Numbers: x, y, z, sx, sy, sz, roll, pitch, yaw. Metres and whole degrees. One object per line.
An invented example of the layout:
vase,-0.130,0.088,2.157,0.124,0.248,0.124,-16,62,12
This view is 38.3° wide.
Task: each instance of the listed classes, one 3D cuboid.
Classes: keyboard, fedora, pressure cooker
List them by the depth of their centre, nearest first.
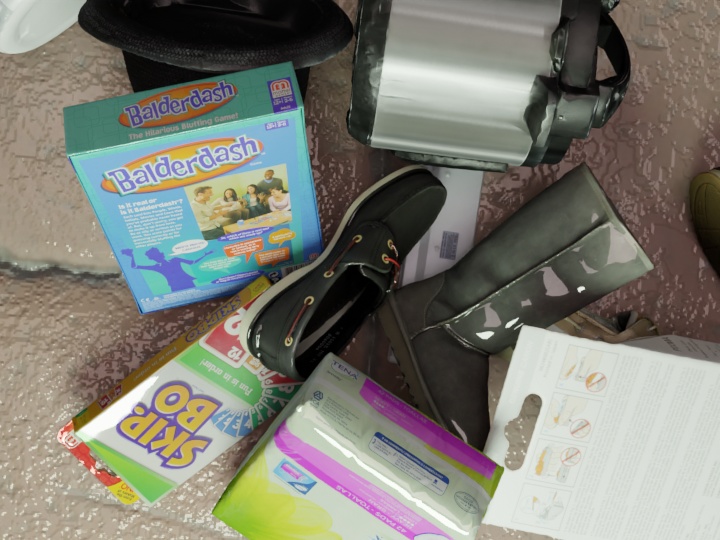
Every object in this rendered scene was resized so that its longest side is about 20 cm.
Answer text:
pressure cooker,0.095,-0.163,0.748,0.199,0.179,0.177,7,83,-1
fedora,-0.105,-0.154,0.764,0.200,0.201,0.092,2,124,-4
keyboard,0.064,-0.021,0.838,0.056,0.011,0.201,8,91,-9

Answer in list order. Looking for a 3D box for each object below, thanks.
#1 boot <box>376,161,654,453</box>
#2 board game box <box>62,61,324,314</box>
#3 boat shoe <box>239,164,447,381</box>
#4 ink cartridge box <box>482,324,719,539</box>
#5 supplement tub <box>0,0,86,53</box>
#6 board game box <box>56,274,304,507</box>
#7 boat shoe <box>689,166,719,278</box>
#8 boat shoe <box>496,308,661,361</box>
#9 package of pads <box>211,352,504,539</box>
boot,0.125,0.041,0.769,0.199,0.073,0.182,-27,75,8
board game box,-0.107,-0.050,0.735,0.152,0.200,0.045,-12,58,-4
boat shoe,0.001,0.002,0.771,0.201,0.063,0.074,-45,139,-20
ink cartridge box,0.186,0.122,0.760,0.199,0.047,0.161,12,108,-8
supplement tub,-0.279,-0.269,0.750,0.122,0.123,0.200,-40,94,-2
board game box,-0.126,0.099,0.799,0.200,0.030,0.096,-36,120,0
boat shoe,0.335,-0.001,0.832,0.065,0.073,0.200,-32,97,-14
boat shoe,0.209,0.066,0.816,0.199,0.075,0.069,18,95,-3
package of pads,-0.005,0.162,0.750,0.154,0.200,0.068,34,50,-3
